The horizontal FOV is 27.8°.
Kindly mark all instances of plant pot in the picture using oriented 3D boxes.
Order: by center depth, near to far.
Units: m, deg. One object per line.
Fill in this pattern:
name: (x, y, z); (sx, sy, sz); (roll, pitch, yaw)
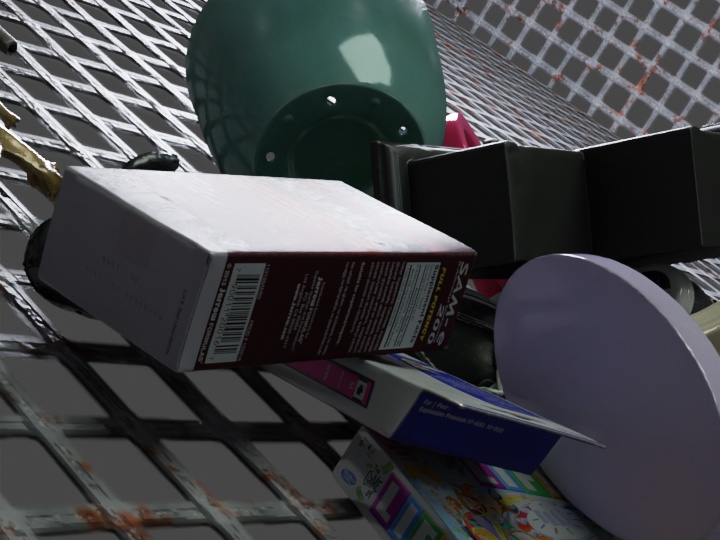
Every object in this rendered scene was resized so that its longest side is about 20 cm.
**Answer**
plant pot: (-0.026, -0.118, 1.076); (0.200, 0.201, 0.161); (25, 25, -23)

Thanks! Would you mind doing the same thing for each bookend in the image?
bookend: (0.146, -0.049, 0.944); (0.199, 0.093, 0.198); (0, -6, -45)

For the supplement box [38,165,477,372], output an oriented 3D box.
supplement box: (-0.045, -0.003, 0.726); (0.109, 0.061, 0.200); (29, 18, 35)

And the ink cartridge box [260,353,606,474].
ink cartridge box: (0.029, 0.067, 0.764); (0.094, 0.037, 0.200); (18, -1, -32)

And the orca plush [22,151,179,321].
orca plush: (-0.112, -0.015, 0.797); (0.071, 0.106, 0.200); (-5, 17, 39)

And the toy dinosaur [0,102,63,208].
toy dinosaur: (-0.244, -0.090, 0.808); (0.200, 0.058, 0.101); (17, 22, -44)

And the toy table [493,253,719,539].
toy table: (0.176, 0.066, 0.806); (0.117, 0.184, 0.200); (1, 42, -32)

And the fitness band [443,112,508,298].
fitness band: (0.105, -0.030, 1.153); (0.201, 0.037, 0.144); (68, 15, 8)

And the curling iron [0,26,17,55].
curling iron: (-0.324, -0.218, 1.107); (0.200, 0.026, 0.050); (43, -18, 25)

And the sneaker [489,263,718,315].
sneaker: (0.172, 0.058, 1.017); (0.112, 0.073, 0.200); (33, -28, -33)

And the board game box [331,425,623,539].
board game box: (0.095, 0.147, 0.762); (0.200, 0.034, 0.134); (17, 21, -44)

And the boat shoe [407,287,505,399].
boat shoe: (0.099, 0.074, 0.928); (0.199, 0.074, 0.068); (38, -1, -13)
